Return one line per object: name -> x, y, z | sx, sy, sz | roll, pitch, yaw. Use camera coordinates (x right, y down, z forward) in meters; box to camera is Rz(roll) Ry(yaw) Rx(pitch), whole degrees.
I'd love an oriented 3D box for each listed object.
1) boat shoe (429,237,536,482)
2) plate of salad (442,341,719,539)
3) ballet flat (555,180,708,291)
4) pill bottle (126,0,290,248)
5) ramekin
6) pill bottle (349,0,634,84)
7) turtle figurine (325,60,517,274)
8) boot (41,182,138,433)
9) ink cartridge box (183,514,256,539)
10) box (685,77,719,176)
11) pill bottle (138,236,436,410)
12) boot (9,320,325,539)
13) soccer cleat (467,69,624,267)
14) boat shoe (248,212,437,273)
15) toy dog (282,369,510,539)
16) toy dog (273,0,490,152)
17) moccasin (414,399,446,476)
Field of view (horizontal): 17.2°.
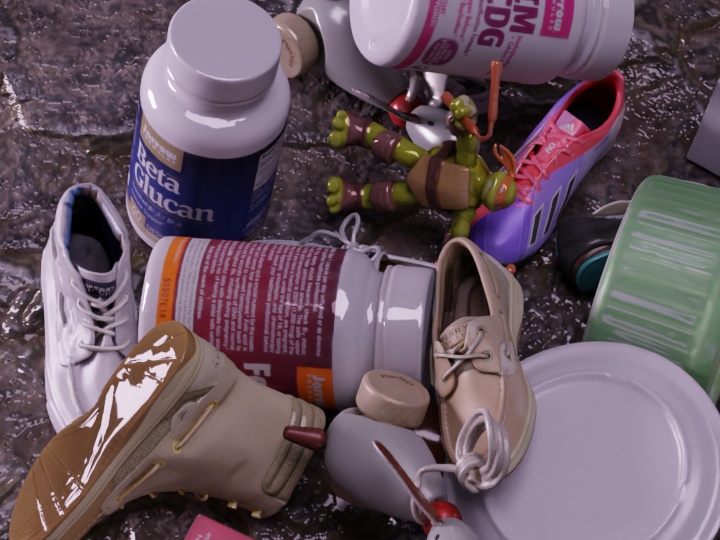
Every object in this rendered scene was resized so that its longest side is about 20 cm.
boat shoe -> 0.076, 0.061, 1.633 | 0.072, 0.065, 0.201 | -23, 40, 25
plate of salad -> 0.154, 0.143, 1.616 | 0.198, 0.048, 0.201 | -7, 60, 12
ballet flat -> 0.244, -0.036, 1.858 | 0.198, 0.068, 0.069 | -7, 47, -17
pill bottle -> -0.111, -0.105, 1.748 | 0.110, 0.201, 0.112 | 5, 53, -7
ramekin -> 0.226, 0.028, 1.729 | 0.097, 0.201, 0.201 | 18, 52, 11
pill bottle -> 0.102, -0.203, 1.823 | 0.199, 0.114, 0.114 | 4, 52, -28
turtle figurine -> 0.056, -0.079, 1.798 | 0.160, 0.201, 0.064 | 13, 32, 24
boot -> -0.192, 0.036, 1.694 | 0.073, 0.096, 0.201 | -7, 56, -16
ink cartridge box -> -0.050, 0.272, 1.558 | 0.199, 0.083, 0.147 | 24, 52, 6
box -> 0.371, -0.154, 1.949 | 0.124, 0.098, 0.200 | 30, 53, 10
pill bottle -> -0.050, 0.039, 1.687 | 0.198, 0.115, 0.115 | 4, 52, 8
boot -> -0.132, 0.142, 1.632 | 0.155, 0.200, 0.073 | 31, 13, -38
soccer cleat -> 0.146, -0.083, 1.865 | 0.068, 0.073, 0.200 | 33, 55, 12
boat shoe -> 0.000, 0.004, 1.763 | 0.200, 0.086, 0.075 | 16, 52, 0
toy dog -> 0.012, 0.141, 1.568 | 0.096, 0.200, 0.133 | 4, 97, -23
toy dog -> 0.019, -0.172, 1.880 | 0.199, 0.097, 0.132 | 24, 53, 6
moccasin -> 0.105, 0.153, 1.677 | 0.201, 0.078, 0.074 | 36, 77, 12
